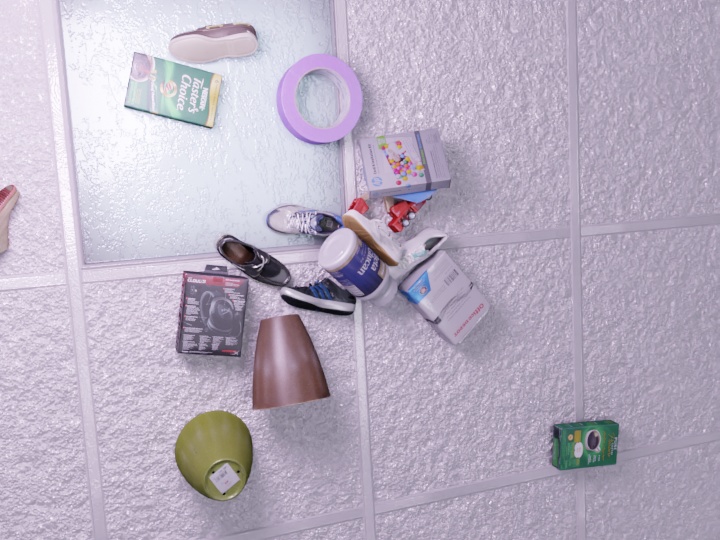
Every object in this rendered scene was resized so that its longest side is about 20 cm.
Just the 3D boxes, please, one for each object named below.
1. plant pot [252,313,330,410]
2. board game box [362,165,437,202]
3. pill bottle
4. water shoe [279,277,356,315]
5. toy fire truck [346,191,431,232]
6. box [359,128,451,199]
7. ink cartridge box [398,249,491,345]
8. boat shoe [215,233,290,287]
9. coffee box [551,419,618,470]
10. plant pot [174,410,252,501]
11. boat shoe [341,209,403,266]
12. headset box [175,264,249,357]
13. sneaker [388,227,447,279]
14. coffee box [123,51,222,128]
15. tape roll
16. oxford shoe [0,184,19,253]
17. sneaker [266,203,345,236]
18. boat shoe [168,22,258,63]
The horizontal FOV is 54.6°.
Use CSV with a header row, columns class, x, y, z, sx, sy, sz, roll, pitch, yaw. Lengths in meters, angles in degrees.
class,x,y,z,sx,sy,sz,roll,pitch,yaw
plant pot,-0.176,0.210,1.637,0.184,0.187,0.204,-8,83,-18
board game box,0.103,-0.234,1.715,0.197,0.039,0.160,15,63,8
pill bottle,0.000,0.000,1.663,0.200,0.111,0.112,42,81,-35
water shoe,-0.103,0.055,1.700,0.197,0.071,0.080,15,69,-24
toy fire truck,0.077,-0.173,1.739,0.141,0.049,0.201,44,78,-14
box,0.105,-0.259,1.681,0.196,0.041,0.158,-8,62,-3
ink cartridge box,0.215,0.068,1.791,0.145,0.084,0.200,-45,106,-9
boat shoe,-0.248,-0.017,1.635,0.198,0.067,0.073,32,83,-20
coffee box,0.642,0.497,1.992,0.196,0.044,0.125,-2,96,-18
plant pot,-0.321,0.438,1.582,0.184,0.200,0.191,-2,96,-18
boat shoe,0.033,-0.091,1.680,0.200,0.070,0.070,43,64,-36
headset box,-0.341,0.089,1.607,0.146,0.077,0.204,5,93,-20
sneaker,0.133,-0.043,1.750,0.199,0.088,0.076,-37,107,-11
coffee box,-0.414,-0.399,1.552,0.197,0.044,0.125,12,91,-19
tape roll,-0.097,-0.403,1.650,0.197,0.066,0.204,-2,95,-19
oxford shoe,-0.765,-0.084,1.462,0.075,0.070,0.202,37,81,-45
sneaker,-0.124,-0.119,1.657,0.196,0.085,0.079,1,95,-18
boat shoe,-0.330,-0.515,1.561,0.196,0.072,0.060,-8,57,-5
